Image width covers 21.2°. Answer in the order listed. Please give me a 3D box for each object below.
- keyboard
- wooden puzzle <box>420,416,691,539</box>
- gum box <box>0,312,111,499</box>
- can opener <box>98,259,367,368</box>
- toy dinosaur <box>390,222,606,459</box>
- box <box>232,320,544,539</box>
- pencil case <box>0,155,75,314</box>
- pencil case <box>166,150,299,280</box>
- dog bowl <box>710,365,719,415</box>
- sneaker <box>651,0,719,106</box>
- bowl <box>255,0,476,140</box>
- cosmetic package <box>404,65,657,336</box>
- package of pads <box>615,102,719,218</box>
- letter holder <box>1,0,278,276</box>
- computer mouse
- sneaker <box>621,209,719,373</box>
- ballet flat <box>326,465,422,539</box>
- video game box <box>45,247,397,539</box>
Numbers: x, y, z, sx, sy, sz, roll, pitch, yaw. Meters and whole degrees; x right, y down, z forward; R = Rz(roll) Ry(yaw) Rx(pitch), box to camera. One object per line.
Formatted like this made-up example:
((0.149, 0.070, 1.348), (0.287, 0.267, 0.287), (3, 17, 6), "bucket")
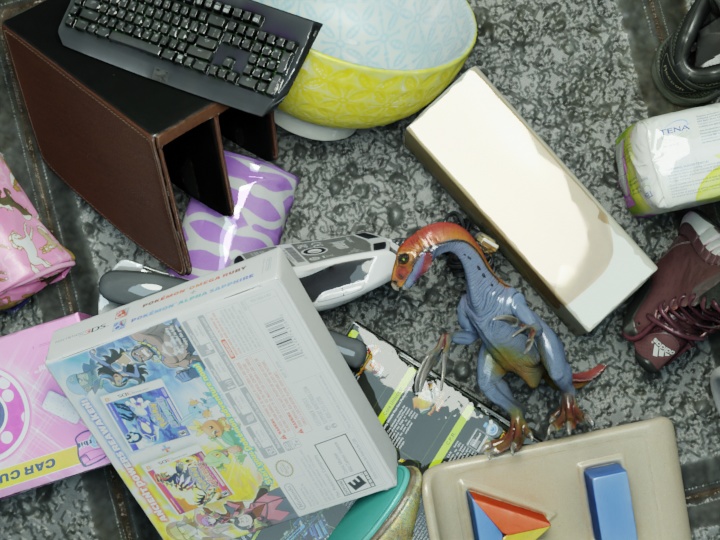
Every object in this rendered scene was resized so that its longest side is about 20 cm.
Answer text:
((-0.112, -0.187, 1.329), (0.199, 0.021, 0.128), (21, 79, 29), "keyboard")
((0.154, 0.217, 1.409), (0.199, 0.046, 0.187), (-12, 98, -9), "wooden puzzle")
((-0.273, 0.113, 1.448), (0.199, 0.066, 0.114), (-18, 86, 1), "gum box")
((-0.092, 0.045, 1.371), (0.199, 0.067, 0.054), (19, 90, -5), "can opener")
((0.089, 0.040, 1.372), (0.104, 0.200, 0.183), (-17, 102, 19), "toy dinosaur")
((0.022, 0.172, 1.448), (0.192, 0.048, 0.201), (32, 90, 5), "box")
((-0.296, -0.067, 1.447), (0.083, 0.087, 0.201), (-31, 86, -10), "pencil case")
((-0.113, 0.005, 1.445), (0.085, 0.084, 0.201), (19, 86, 30), "pencil case")
((0.333, 0.137, 1.362), (0.079, 0.200, 0.201), (-31, 87, -3), "dog bowl")
((0.307, -0.200, 1.423), (0.199, 0.114, 0.076), (-36, 89, -2), "sneaker")
((-0.024, -0.161, 1.417), (0.199, 0.200, 0.108), (24, 125, 3), "bowl")
((0.123, -0.049, 1.426), (0.071, 0.105, 0.200), (-42, 85, -2), "cosmetic package")
((0.262, -0.086, 1.374), (0.153, 0.200, 0.069), (-12, 89, 1), "package of pads")
((-0.155, -0.106, 1.409), (0.100, 0.143, 0.200), (-32, 47, -25), "letter holder")
((0.000, 0.000, 1.404), (0.199, 0.110, 0.044), (-10, 108, -12), "computer mouse")
((0.249, 0.037, 1.382), (0.076, 0.200, 0.116), (37, 99, -14), "sneaker")
((-0.012, 0.229, 1.399), (0.071, 0.071, 0.200), (43, 91, 3), "ballet flat")
((-0.094, 0.098, 1.357), (0.181, 0.047, 0.201), (-21, 121, 13), "video game box")
